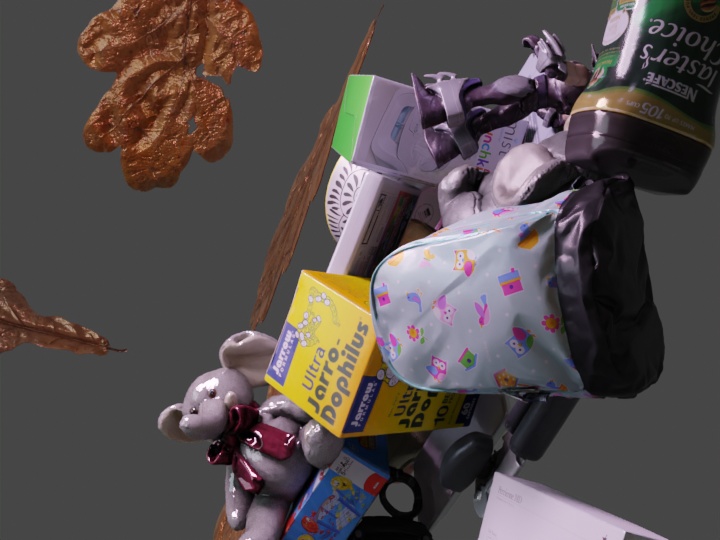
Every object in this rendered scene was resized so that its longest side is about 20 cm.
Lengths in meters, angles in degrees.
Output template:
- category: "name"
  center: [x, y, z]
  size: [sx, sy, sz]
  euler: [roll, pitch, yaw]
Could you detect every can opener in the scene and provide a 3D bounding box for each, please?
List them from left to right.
- category: "can opener"
  center: [0.136, 0.135, 0.727]
  size: [0.201, 0.066, 0.053]
  euler: [-61, 16, 27]

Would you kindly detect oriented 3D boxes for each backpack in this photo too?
- category: "backpack"
  center: [0.108, 0.020, 0.627]
  size: [0.199, 0.126, 0.169]
  euler: [-8, 87, 39]

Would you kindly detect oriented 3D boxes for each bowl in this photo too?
- category: "bowl"
  center: [0.061, -0.088, 1.111]
  size: [0.094, 0.199, 0.203]
  euler: [38, 112, 49]

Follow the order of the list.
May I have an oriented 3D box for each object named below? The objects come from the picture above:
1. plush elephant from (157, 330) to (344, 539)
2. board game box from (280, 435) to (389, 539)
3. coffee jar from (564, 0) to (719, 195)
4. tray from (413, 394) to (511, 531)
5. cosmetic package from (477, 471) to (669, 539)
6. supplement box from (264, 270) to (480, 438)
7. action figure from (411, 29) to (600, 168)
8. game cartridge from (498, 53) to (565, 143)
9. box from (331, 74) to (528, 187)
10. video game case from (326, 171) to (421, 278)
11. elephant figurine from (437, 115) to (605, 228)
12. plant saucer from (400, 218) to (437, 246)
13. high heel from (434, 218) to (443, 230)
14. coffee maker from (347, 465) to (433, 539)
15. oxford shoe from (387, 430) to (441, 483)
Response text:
- category: "plush elephant"
  center: [-0.115, 0.157, 0.830]
  size: [0.166, 0.154, 0.200]
  euler: [-57, 7, 12]
- category: "board game box"
  center: [-0.046, 0.235, 0.888]
  size: [0.197, 0.056, 0.200]
  euler: [-57, 7, 10]
- category: "coffee jar"
  center: [0.227, -0.161, 0.627]
  size: [0.085, 0.103, 0.202]
  euler: [-154, 81, -79]
- category: "tray"
  center: [0.106, 0.179, 0.870]
  size: [0.108, 0.022, 0.201]
  euler: [-90, 21, -54]
- category: "cosmetic package"
  center: [0.137, 0.240, 0.603]
  size: [0.200, 0.051, 0.152]
  euler: [171, 114, -76]
- category: "supplement box"
  center: [0.028, 0.078, 0.789]
  size: [0.109, 0.199, 0.110]
  euler: [29, 104, 39]
- category: "action figure"
  center: [0.152, -0.164, 0.783]
  size: [0.130, 0.198, 0.070]
  euler: [65, -166, -59]
- category: "game cartridge"
  center: [0.185, -0.140, 0.922]
  size: [0.134, 0.040, 0.201]
  euler: [125, 158, -44]
- category: "box"
  center: [0.069, -0.150, 0.951]
  size: [0.200, 0.175, 0.098]
  euler: [-119, 43, -75]
- category: "video game case"
  center: [0.000, 0.000, 0.875]
  size: [0.202, 0.023, 0.182]
  euler: [-68, -14, 7]
- category: "elephant figurine"
  center: [0.166, -0.068, 0.740]
  size: [0.199, 0.140, 0.157]
  euler: [-29, 73, 50]
- category: "plant saucer"
  center: [0.088, 0.039, 0.963]
  size: [0.200, 0.035, 0.203]
  euler: [170, 90, -72]
- category: "high heel"
  center: [0.141, -0.060, 0.961]
  size: [0.096, 0.067, 0.200]
  euler: [-51, 8, -5]
- category: "coffee maker"
  center: [0.005, 0.337, 0.895]
  size: [0.193, 0.134, 0.200]
  euler: [-63, 7, -33]
- category: "oxford shoe"
  center: [0.041, 0.189, 0.981]
  size: [0.071, 0.073, 0.201]
  euler: [-108, 31, -43]
